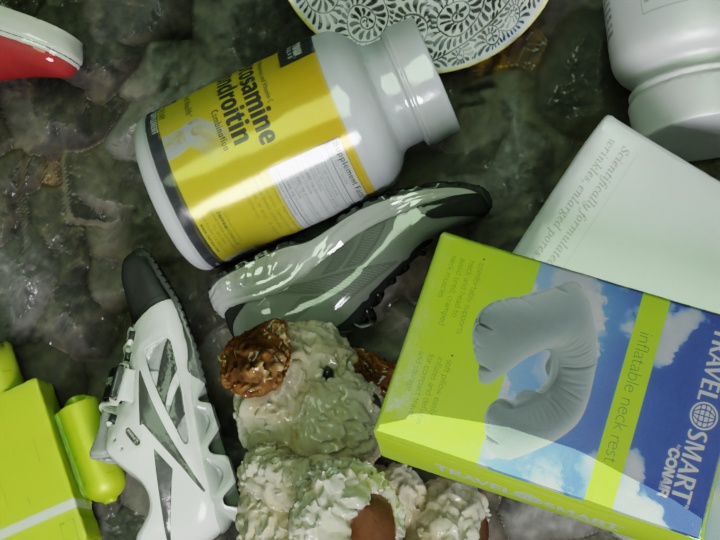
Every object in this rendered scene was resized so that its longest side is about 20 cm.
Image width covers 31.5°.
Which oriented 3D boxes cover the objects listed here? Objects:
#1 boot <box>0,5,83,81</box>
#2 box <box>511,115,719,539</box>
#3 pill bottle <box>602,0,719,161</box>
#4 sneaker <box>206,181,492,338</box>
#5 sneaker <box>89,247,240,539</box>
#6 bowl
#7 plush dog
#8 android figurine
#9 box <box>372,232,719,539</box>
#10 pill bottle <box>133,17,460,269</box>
[{"bbox_3d":[-0.298,-0.118,0.914,0.197,0.072,0.146,8,79,18],"label":"boot"},{"bbox_3d":[0.177,0.053,0.772,0.199,0.131,0.200,34,84,14],"label":"box"},{"bbox_3d":[0.212,-0.181,0.827,0.112,0.113,0.203,-6,77,7],"label":"pill bottle"},{"bbox_3d":[0.000,0.000,0.848,0.198,0.074,0.080,-27,86,7],"label":"sneaker"},{"bbox_3d":[-0.141,0.084,0.835,0.087,0.074,0.202,-16,75,-10],"label":"sneaker"},{"bbox_3d":[0.041,-0.244,0.860,0.198,0.095,0.203,4,123,7],"label":"bowl"},{"bbox_3d":[-0.026,0.116,0.781,0.159,0.199,0.174,-16,69,26],"label":"plush dog"},{"bbox_3d":[-0.247,0.156,0.860,0.180,0.041,0.202,-25,75,2],"label":"android figurine"},{"bbox_3d":[0.118,0.068,0.679,0.197,0.048,0.123,16,71,12],"label":"box"},{"bbox_3d":[-0.040,-0.088,0.841,0.198,0.112,0.113,-24,75,5],"label":"pill bottle"}]
